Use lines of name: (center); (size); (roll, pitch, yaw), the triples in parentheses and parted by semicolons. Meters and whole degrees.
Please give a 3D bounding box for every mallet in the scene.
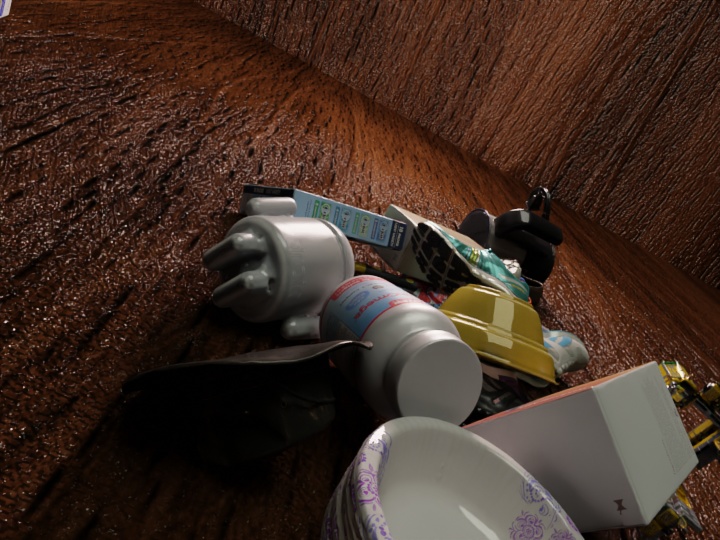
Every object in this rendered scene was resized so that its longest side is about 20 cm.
mallet: (0.000, 0.000, 0.840); (0.196, 0.042, 0.066); (22, 22, -15)

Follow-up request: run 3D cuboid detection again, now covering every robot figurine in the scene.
robot figurine: (-0.082, -0.003, 0.658); (0.198, 0.111, 0.174); (-6, 79, -54)

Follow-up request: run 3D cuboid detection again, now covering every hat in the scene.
hat: (-0.080, 0.107, 0.454); (0.198, 0.198, 0.083); (-1, 79, -51)

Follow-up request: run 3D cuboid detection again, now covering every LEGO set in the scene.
LEGO set: (0.339, 0.216, 0.639); (0.154, 0.199, 0.116); (47, 22, -8)

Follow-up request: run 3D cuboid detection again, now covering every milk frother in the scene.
milk frother: (0.315, -0.094, 1.221); (0.185, 0.181, 0.203); (19, 40, -25)

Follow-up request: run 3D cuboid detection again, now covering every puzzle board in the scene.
puzzle board: (0.131, 0.044, 0.949); (0.149, 0.018, 0.200); (31, 23, 3)

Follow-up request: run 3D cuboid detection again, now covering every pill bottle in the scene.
pill bottle: (0.033, 0.077, 0.560); (0.107, 0.111, 0.199); (19, 4, -23)

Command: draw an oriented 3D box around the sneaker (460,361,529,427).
sneaker: (0.134, 0.153, 0.650); (0.197, 0.076, 0.088); (12, 33, -37)

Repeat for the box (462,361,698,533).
box: (0.213, 0.172, 0.558); (0.198, 0.151, 0.109); (2, 65, -50)

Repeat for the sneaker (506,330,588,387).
sneaker: (0.280, 0.138, 0.875); (0.196, 0.077, 0.082); (14, 42, -31)

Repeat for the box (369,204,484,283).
box: (0.122, -0.029, 0.948); (0.197, 0.079, 0.095); (17, 19, -38)

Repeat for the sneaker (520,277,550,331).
sneaker: (0.265, 0.052, 0.999); (0.075, 0.079, 0.201); (21, 22, -44)

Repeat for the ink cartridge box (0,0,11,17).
ink cartridge box: (-0.656, -0.488, 1.004); (0.036, 0.096, 0.201); (18, 25, -23)

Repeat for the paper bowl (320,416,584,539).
paper bowl: (0.063, 0.210, 0.397); (0.197, 0.106, 0.202); (24, 22, -11)

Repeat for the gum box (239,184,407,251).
gum box: (-0.057, -0.079, 0.857); (0.197, 0.046, 0.168); (12, 2, -36)

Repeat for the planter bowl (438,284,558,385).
planter bowl: (0.166, 0.071, 0.733); (0.196, 0.085, 0.200); (19, -5, 2)

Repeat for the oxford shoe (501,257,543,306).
oxford shoe: (0.262, 0.002, 1.111); (0.197, 0.086, 0.073); (27, 24, -1)

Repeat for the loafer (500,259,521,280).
loafer: (0.203, 0.055, 0.899); (0.069, 0.071, 0.199); (15, 36, 32)

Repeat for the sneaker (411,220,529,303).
sneaker: (0.158, -0.003, 0.833); (0.199, 0.078, 0.080); (39, 48, 6)
